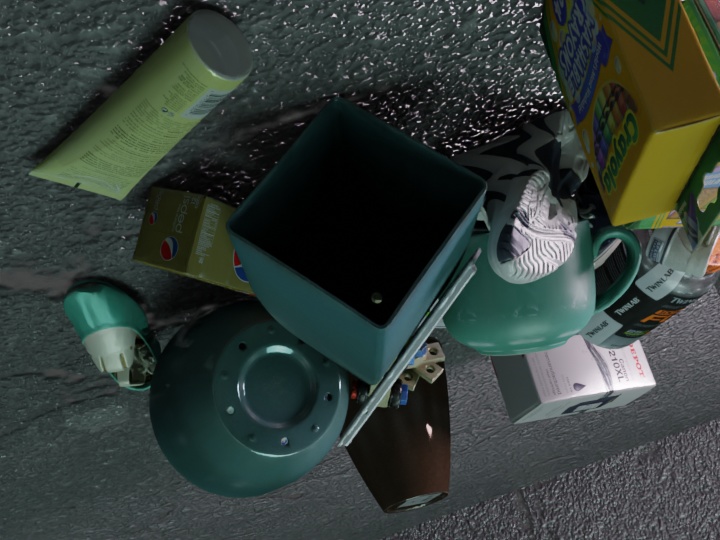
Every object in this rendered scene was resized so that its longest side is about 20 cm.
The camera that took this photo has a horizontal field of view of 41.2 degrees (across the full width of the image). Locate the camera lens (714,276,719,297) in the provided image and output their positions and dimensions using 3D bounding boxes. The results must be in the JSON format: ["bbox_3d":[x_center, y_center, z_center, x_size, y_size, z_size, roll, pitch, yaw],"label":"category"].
[{"bbox_3d":[0.485,-0.002,1.091,0.158,0.202,0.160,-16,158,-7],"label":"camera lens"}]

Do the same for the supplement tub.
[{"bbox_3d":[0.326,-0.002,1.097,0.121,0.124,0.200,-5,155,-25],"label":"supplement tub"}]

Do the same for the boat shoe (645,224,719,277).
[{"bbox_3d":[0.347,-0.070,0.904,0.200,0.069,0.071,-46,153,-28],"label":"boat shoe"}]

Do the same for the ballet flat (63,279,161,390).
[{"bbox_3d":[-0.240,0.076,0.964,0.066,0.071,0.201,-15,157,-2],"label":"ballet flat"}]

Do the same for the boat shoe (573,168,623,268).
[{"bbox_3d":[0.236,-0.065,0.975,0.092,0.075,0.200,12,137,-37],"label":"boat shoe"}]

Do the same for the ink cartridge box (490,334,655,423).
[{"bbox_3d":[0.283,0.116,1.305,0.197,0.147,0.084,-4,155,-26],"label":"ink cartridge box"}]

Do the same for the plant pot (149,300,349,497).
[{"bbox_3d":[-0.100,0.122,0.946,0.197,0.204,0.161,-7,172,-21],"label":"plant pot"}]

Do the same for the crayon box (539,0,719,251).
[{"bbox_3d":[0.176,-0.121,0.624,0.051,0.203,0.126,-14,157,-3],"label":"crayon box"}]

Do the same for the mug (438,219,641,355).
[{"bbox_3d":[0.162,0.016,0.912,0.183,0.116,0.151,-5,-177,36],"label":"mug"}]

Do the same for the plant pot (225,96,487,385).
[{"bbox_3d":[0.000,0.000,0.771,0.142,0.140,0.201,-52,162,-22],"label":"plant pot"}]

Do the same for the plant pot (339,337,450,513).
[{"bbox_3d":[0.052,0.223,1.326,0.184,0.203,0.187,-14,157,-6],"label":"plant pot"}]

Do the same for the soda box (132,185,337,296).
[{"bbox_3d":[-0.100,-0.013,0.833,0.067,0.065,0.199,12,174,35],"label":"soda box"}]

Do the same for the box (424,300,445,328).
[{"bbox_3d":[0.125,0.016,1.083,0.198,0.061,0.116,4,150,-39],"label":"box"}]

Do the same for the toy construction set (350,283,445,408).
[{"bbox_3d":[0.032,0.058,0.952,0.091,0.132,0.202,-3,135,9],"label":"toy construction set"}]

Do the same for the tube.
[{"bbox_3d":[-0.151,-0.103,0.656,0.199,0.058,0.052,-32,-165,41],"label":"tube"}]

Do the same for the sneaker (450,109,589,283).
[{"bbox_3d":[0.111,-0.051,0.808,0.128,0.201,0.080,-18,126,37],"label":"sneaker"}]

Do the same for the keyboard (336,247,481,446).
[{"bbox_3d":[0.041,0.066,0.809,0.201,0.011,0.056,-55,-178,17],"label":"keyboard"}]

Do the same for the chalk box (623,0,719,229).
[{"bbox_3d":[0.295,-0.136,0.771,0.122,0.126,0.200,-3,153,-28],"label":"chalk box"}]

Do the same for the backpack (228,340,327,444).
[{"bbox_3d":[-0.122,0.163,1.157,0.175,0.153,0.200,-10,161,-17],"label":"backpack"}]
